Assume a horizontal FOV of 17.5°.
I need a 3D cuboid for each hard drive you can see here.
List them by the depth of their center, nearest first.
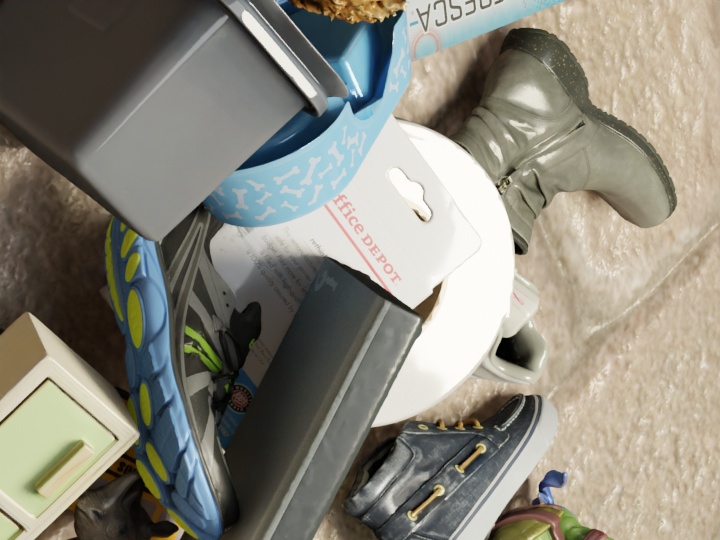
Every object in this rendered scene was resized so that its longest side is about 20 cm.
[{"bbox_3d":[-0.037,0.096,1.314,0.033,0.140,0.200,27,93,-17],"label":"hard drive"}]

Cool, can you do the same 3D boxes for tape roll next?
[{"bbox_3d":[0.000,0.000,1.475,0.203,0.037,0.203,-3,101,-17],"label":"tape roll"}]

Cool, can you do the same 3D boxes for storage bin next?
[{"bbox_3d":[-0.130,-0.115,1.268,0.134,0.200,0.146,-48,131,-7],"label":"storage bin"}]

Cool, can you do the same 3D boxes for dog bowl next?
[{"bbox_3d":[-0.036,-0.097,1.350,0.200,0.111,0.050,-60,140,-45],"label":"dog bowl"}]

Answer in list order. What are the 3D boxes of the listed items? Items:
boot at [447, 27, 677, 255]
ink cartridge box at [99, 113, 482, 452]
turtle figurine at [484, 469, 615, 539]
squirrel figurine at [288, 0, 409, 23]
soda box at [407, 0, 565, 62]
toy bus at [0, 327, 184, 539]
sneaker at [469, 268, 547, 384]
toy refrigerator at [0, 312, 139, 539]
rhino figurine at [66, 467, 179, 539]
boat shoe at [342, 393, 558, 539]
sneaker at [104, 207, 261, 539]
[{"bbox_3d":[0.131,-0.061,1.618,0.200,0.068,0.131,45,63,-33],"label":"boot"},{"bbox_3d":[-0.041,-0.001,1.404,0.200,0.068,0.116,-38,108,-6],"label":"ink cartridge box"},{"bbox_3d":[0.129,0.246,1.633,0.194,0.144,0.200,-11,104,-63],"label":"turtle figurine"},{"bbox_3d":[-0.045,-0.214,1.335,0.141,0.200,0.187,-21,147,8],"label":"squirrel figurine"},{"bbox_3d":[0.045,-0.183,1.506,0.200,0.064,0.068,-24,118,-37],"label":"soda box"},{"bbox_3d":[-0.167,0.099,1.378,0.200,0.065,0.078,32,81,-45],"label":"toy bus"},{"bbox_3d":[0.074,0.001,1.560,0.078,0.099,0.200,-52,131,-21],"label":"sneaker"},{"bbox_3d":[-0.221,0.125,1.270,0.200,0.070,0.076,-44,118,2],"label":"toy refrigerator"},{"bbox_3d":[-0.166,0.185,1.354,0.087,0.060,0.200,3,128,-40],"label":"rhino figurine"},{"bbox_3d":[0.065,0.127,1.610,0.091,0.071,0.200,44,41,-4],"label":"boat shoe"},{"bbox_3d":[-0.089,0.051,1.302,0.083,0.071,0.200,-1,70,-26],"label":"sneaker"}]
